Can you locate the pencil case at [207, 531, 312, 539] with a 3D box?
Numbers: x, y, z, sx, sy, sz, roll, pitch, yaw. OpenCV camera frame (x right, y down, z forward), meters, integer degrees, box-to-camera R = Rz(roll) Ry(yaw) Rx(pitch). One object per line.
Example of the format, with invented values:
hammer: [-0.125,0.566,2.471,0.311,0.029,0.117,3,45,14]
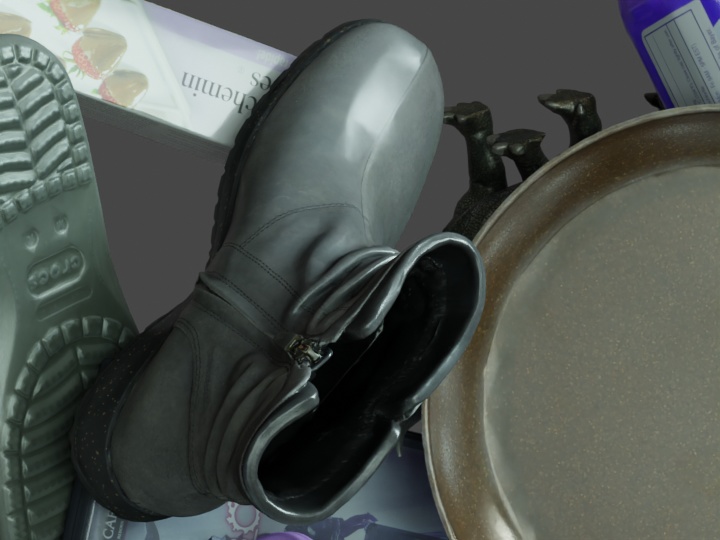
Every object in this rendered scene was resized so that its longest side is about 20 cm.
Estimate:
pencil case: [0.025,0.161,1.004,0.200,0.084,0.086,31,106,-29]

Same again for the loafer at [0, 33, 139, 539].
loafer: [-0.119,0.019,1.006,0.075,0.069,0.201,-18,107,-44]

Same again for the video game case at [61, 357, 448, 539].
video game case: [-0.016,0.121,1.032,0.199,0.019,0.144,16,83,-34]

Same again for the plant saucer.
plant saucer: [0.120,0.046,0.994,0.199,0.032,0.202,0,92,6]

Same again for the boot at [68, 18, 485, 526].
boot: [0.000,0.000,0.953,0.070,0.131,0.201,38,66,-25]

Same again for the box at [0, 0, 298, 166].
box: [-0.073,-0.068,1.032,0.199,0.041,0.039,19,82,-17]

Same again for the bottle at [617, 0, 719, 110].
bottle: [0.133,-0.093,1.044,0.083,0.065,0.201,-24,88,-29]

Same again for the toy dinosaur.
toy dinosaur: [0.078,-0.009,1.077,0.199,0.077,0.103,-15,110,-34]
